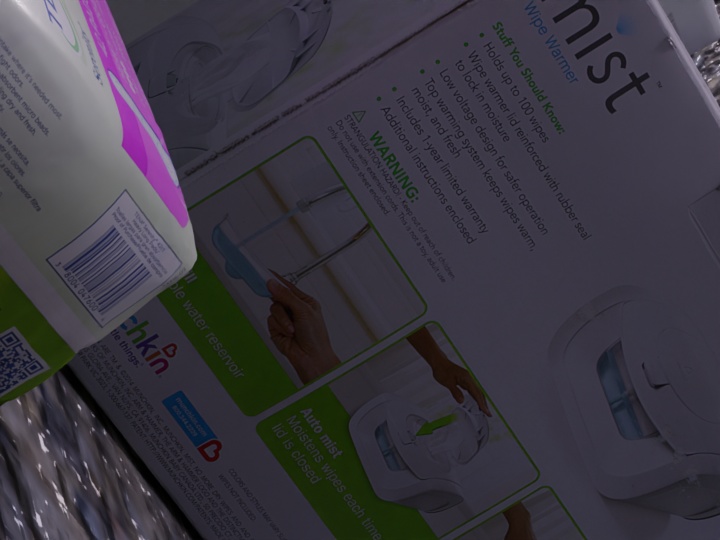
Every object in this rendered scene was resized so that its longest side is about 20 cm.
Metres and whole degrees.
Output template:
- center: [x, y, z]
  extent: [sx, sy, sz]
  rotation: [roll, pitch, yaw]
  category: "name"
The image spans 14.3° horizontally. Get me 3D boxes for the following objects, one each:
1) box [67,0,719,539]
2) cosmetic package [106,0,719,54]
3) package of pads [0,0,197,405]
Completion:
- center: [0.027, 0.010, 0.773]
  extent: [0.200, 0.176, 0.097]
  rotation: [54, 7, -29]
  category: "box"
- center: [-0.014, -0.104, 0.895]
  extent: [0.167, 0.200, 0.167]
  rotation: [60, 5, 9]
  category: "cosmetic package"
- center: [-0.115, -0.089, 0.610]
  extent: [0.155, 0.068, 0.200]
  rotation: [54, 7, -42]
  category: "package of pads"
